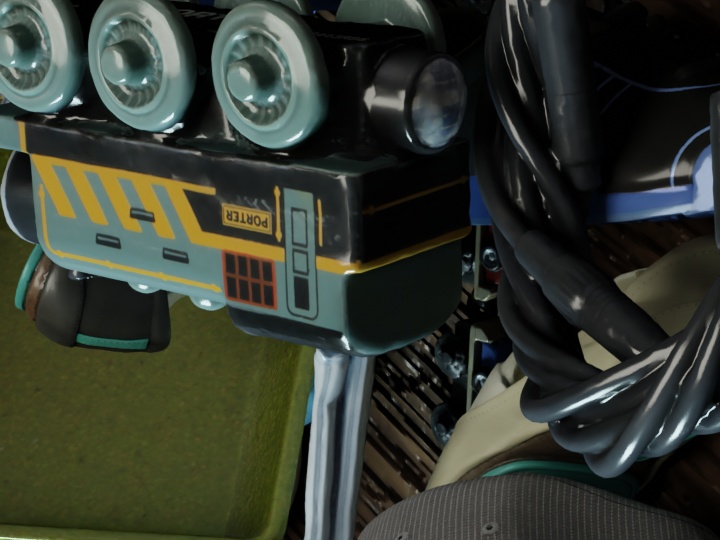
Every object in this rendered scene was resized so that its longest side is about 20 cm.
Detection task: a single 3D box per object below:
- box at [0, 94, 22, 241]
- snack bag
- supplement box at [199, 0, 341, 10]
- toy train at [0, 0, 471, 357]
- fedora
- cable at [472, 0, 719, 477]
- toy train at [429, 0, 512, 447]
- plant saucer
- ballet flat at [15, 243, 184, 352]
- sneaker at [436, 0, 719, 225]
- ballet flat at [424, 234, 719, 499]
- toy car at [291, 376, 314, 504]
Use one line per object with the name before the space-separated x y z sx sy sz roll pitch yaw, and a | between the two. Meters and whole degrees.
box | -0.149 -0.007 1.028 0.038 0.136 0.200 76 -146 -62
snack bag | 0.000 0.000 0.912 0.189 0.021 0.201 -80 -3 -70
supplement box | -0.049 -0.227 0.858 0.200 0.134 0.200 117 143 -55
toy train | -0.049 -0.040 0.798 0.200 0.085 0.114 11 109 38
fedora | 0.062 0.128 0.816 0.200 0.177 0.090 -13 47 39
cable | 0.086 -0.045 0.698 0.163 0.051 0.201 -41 51 55
toy train | 0.055 -0.015 0.896 0.046 0.034 0.201 14 107 39
plant saucer | -0.111 0.033 0.936 0.048 0.199 0.200 83 -167 -49
ballet flat | -0.066 -0.050 0.933 0.068 0.068 0.200 109 -178 -63
sneaker | 0.082 -0.055 0.787 0.200 0.070 0.078 0 96 52
ballet flat | 0.079 0.045 0.839 0.200 0.069 0.070 -42 58 52
toy car | -0.141 0.053 1.085 0.177 0.200 0.184 66 146 30
